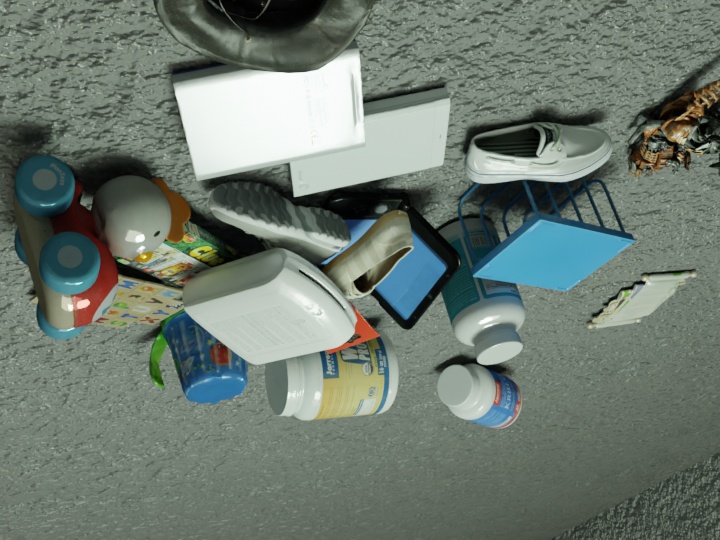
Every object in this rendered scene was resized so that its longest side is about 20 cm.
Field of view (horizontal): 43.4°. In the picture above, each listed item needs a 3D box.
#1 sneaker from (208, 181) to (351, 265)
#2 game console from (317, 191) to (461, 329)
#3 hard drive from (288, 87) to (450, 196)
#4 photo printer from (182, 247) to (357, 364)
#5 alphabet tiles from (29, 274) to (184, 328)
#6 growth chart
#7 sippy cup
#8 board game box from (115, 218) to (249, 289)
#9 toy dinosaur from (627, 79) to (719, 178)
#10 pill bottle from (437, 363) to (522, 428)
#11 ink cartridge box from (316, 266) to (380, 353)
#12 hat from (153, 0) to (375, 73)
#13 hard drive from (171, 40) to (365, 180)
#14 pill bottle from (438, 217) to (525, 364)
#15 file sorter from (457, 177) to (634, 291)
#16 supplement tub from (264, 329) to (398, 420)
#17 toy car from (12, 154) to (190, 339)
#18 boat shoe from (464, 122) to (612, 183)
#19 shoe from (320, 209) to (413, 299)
[{"bbox_3d":[-0.109,-0.047,1.154,0.198,0.075,0.082,20,127,-31],"label":"sneaker"},{"bbox_3d":[0.016,-0.007,1.272,0.173,0.118,0.201,-1,148,-25],"label":"game console"},{"bbox_3d":[0.008,-0.155,1.106,0.197,0.027,0.132,-13,151,-7],"label":"hard drive"},{"bbox_3d":[-0.114,0.049,1.197,0.198,0.070,0.166,-16,135,36],"label":"photo printer"},{"bbox_3d":[-0.347,0.044,1.265,0.165,0.006,0.198,-26,151,38],"label":"alphabet tiles"},{"bbox_3d":[0.536,0.059,1.746,0.143,0.018,0.201,0,147,-25],"label":"growth chart"},{"bbox_3d":[-0.227,0.124,1.366,0.138,0.132,0.178,8,144,-36],"label":"sippy cup"},{"bbox_3d":[-0.228,-0.016,1.193,0.104,0.024,0.200,-23,162,11],"label":"board game box"},{"bbox_3d":[0.440,-0.184,1.209,0.134,0.104,0.200,12,166,-13],"label":"toy dinosaur"},{"bbox_3d":[0.239,0.252,1.836,0.111,0.114,0.199,-30,149,25],"label":"pill bottle"},{"bbox_3d":[-0.071,0.067,1.334,0.108,0.051,0.200,-21,127,32],"label":"ink cartridge box"},{"bbox_3d":[-0.085,-0.269,0.808,0.197,0.082,0.202,-7,144,-5],"label":"hat"},{"bbox_3d":[-0.095,-0.174,0.993,0.197,0.026,0.133,-12,137,-7],"label":"hard drive"},{"bbox_3d":[0.175,0.033,1.331,0.109,0.202,0.111,-11,151,-6],"label":"pill bottle"},{"bbox_3d":[0.255,-0.067,1.279,0.198,0.124,0.139,8,143,-37],"label":"file sorter"},{"bbox_3d":[-0.050,0.175,1.526,0.197,0.146,0.145,-1,148,-25],"label":"supplement tub"},{"bbox_3d":[-0.282,-0.038,1.036,0.198,0.179,0.184,-16,165,-26],"label":"toy car"},{"bbox_3d":[0.233,-0.155,1.164,0.197,0.074,0.067,-13,153,-4],"label":"boat shoe"},{"bbox_3d":[0.000,0.000,1.199,0.069,0.054,0.200,-3,147,-47],"label":"shoe"}]
